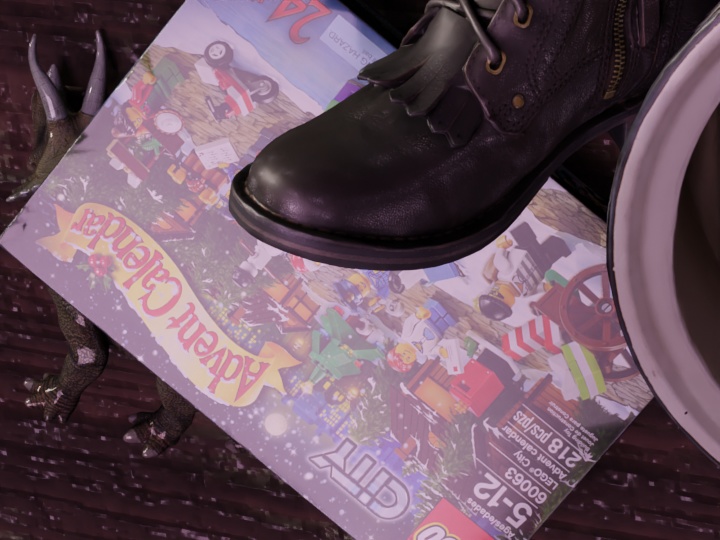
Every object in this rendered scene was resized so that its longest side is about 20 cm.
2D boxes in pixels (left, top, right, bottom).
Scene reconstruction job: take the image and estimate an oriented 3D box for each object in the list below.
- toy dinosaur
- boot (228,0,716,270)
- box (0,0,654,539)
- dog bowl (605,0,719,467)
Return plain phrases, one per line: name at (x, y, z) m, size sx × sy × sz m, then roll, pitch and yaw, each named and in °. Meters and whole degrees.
toy dinosaur at (-0.060, 0.015, 0.927) m, size 0.200 × 0.077 × 0.102 m, roll 35°, pitch 135°, yaw 10°
boot at (0.044, -0.105, 0.742) m, size 0.069 × 0.200 × 0.174 m, roll 36°, pitch 139°, yaw 37°
box at (0.000, 0.000, 0.867) m, size 0.200 × 0.038 × 0.137 m, roll 39°, pitch 102°, yaw -1°
dog bowl at (0.172, -0.022, 0.751) m, size 0.200 × 0.074 × 0.200 m, roll 4°, pitch 122°, yaw 7°
